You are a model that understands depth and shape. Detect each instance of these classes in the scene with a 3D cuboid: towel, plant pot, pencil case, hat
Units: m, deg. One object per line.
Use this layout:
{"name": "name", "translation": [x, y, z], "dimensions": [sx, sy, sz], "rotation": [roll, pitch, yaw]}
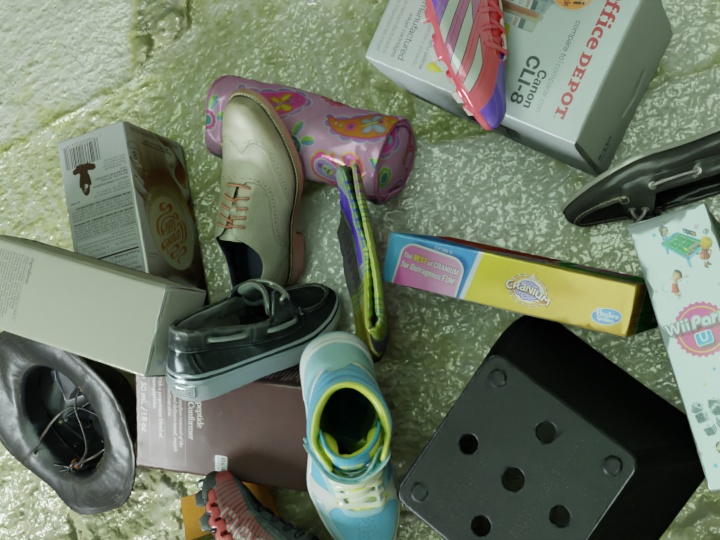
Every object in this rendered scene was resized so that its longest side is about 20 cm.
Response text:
{"name": "towel", "translation": [0.000, 0.000, 1.001], "dimensions": [0.023, 0.200, 0.145], "rotation": [-10, 80, -3]}
{"name": "plant pot", "translation": [0.140, 0.161, 0.931], "dimensions": [0.199, 0.177, 0.201], "rotation": [37, 99, 21]}
{"name": "pencil case", "translation": [-0.051, -0.122, 1.089], "dimensions": [0.199, 0.087, 0.088], "rotation": [17, 90, 22]}
{"name": "hat", "translation": [-0.268, 0.130, 1.134], "dimensions": [0.199, 0.081, 0.202], "rotation": [17, 122, 29]}

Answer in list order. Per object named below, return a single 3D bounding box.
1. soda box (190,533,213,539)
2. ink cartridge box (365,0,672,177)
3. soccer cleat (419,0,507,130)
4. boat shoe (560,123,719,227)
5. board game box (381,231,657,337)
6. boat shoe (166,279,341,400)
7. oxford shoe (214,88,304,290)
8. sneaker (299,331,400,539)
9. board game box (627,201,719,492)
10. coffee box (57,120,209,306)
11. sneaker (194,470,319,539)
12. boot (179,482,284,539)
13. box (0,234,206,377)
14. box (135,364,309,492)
{"name": "soda box", "translation": [-0.194, 0.320, 1.070], "dimensions": [0.200, 0.064, 0.068], "rotation": [-44, 69, 32]}
{"name": "ink cartridge box", "translation": [0.137, -0.190, 0.989], "dimensions": [0.199, 0.144, 0.146], "rotation": [26, 93, 21]}
{"name": "soccer cleat", "translation": [0.083, -0.207, 0.901], "dimensions": [0.076, 0.067, 0.202], "rotation": [-21, 75, 14]}
{"name": "boat shoe", "translation": [0.264, -0.073, 0.968], "dimensions": [0.199, 0.067, 0.057], "rotation": [-25, 71, 13]}
{"name": "board game box", "translation": [0.136, 0.009, 0.961], "dimensions": [0.198, 0.153, 0.041], "rotation": [13, 95, 21]}
{"name": "boat shoe", "translation": [-0.084, 0.044, 1.013], "dimensions": [0.072, 0.200, 0.071], "rotation": [18, 120, 31]}
{"name": "oxford shoe", "translation": [-0.095, -0.060, 1.051], "dimensions": [0.070, 0.074, 0.202], "rotation": [9, 122, 31]}
{"name": "sneaker", "translation": [-0.007, 0.161, 0.938], "dimensions": [0.079, 0.131, 0.202], "rotation": [-13, 105, -2]}
{"name": "board game box", "translation": [0.276, 0.060, 0.905], "dimensions": [0.064, 0.147, 0.202], "rotation": [-19, 77, 20]}
{"name": "coffee box", "translation": [-0.212, -0.027, 1.124], "dimensions": [0.079, 0.114, 0.202], "rotation": [-15, 80, 19]}
{"name": "sneaker", "translation": [-0.063, 0.243, 0.993], "dimensions": [0.098, 0.071, 0.201], "rotation": [-35, 66, -1]}
{"name": "boot", "translation": [-0.075, 0.249, 1.062], "dimensions": [0.200, 0.071, 0.145], "rotation": [-14, 80, 24]}
{"name": "box", "translation": [-0.240, 0.029, 1.031], "dimensions": [0.199, 0.068, 0.083], "rotation": [16, 92, 23]}
{"name": "box", "translation": [-0.099, 0.132, 1.058], "dimensions": [0.198, 0.075, 0.101], "rotation": [5, 105, 13]}
